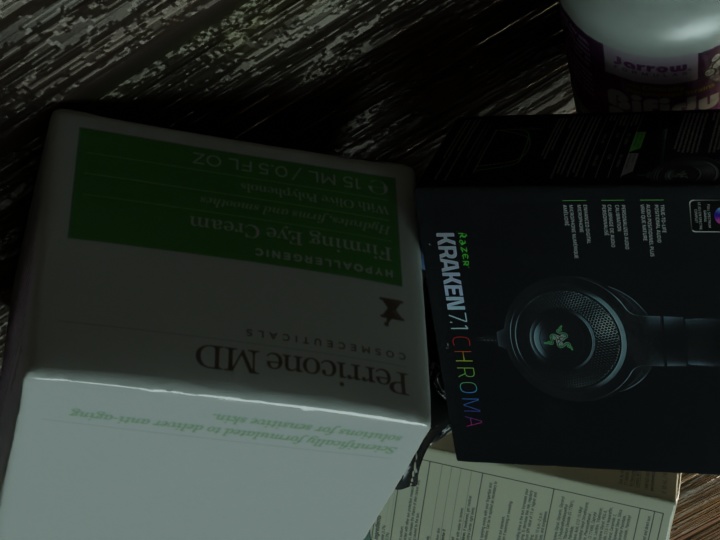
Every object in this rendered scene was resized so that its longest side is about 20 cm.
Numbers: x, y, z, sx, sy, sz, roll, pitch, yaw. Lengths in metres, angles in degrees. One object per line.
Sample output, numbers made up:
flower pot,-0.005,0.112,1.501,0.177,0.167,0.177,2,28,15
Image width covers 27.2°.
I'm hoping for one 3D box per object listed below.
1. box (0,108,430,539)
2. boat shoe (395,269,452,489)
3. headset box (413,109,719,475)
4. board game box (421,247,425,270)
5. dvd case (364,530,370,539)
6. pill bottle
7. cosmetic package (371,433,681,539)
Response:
box,-0.087,0.051,0.791,0.198,0.172,0.200,8,142,-14
boat shoe,0.043,0.063,0.878,0.060,0.200,0.074,12,116,1
headset box,0.145,0.012,0.782,0.199,0.093,0.175,1,120,20
board game box,0.000,0.000,0.976,0.158,0.039,0.200,-38,157,22
dvd case,-0.027,0.174,0.954,0.022,0.146,0.200,7,136,-12
pill bottle,0.161,-0.140,0.782,0.112,0.112,0.200,-25,152,1
cosmetic package,0.096,0.150,0.953,0.199,0.073,0.104,13,116,10
